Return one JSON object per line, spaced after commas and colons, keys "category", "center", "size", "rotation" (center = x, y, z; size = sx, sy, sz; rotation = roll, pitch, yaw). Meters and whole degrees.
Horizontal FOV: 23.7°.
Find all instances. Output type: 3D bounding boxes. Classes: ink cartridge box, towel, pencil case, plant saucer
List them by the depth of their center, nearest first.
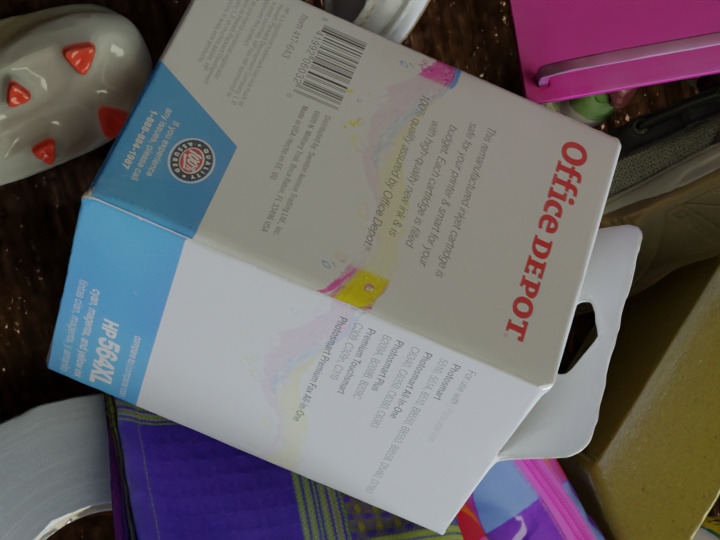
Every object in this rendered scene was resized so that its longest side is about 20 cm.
{"category": "ink cartridge box", "center": [0.000, 0.000, 0.667], "size": [0.200, 0.125, 0.129], "rotation": [24, 53, -2]}
{"category": "towel", "center": [-0.026, 0.100, 0.683], "size": [0.143, 0.200, 0.023], "rotation": [-2, 148, -17]}
{"category": "pencil case", "center": [0.046, 0.091, 0.782], "size": [0.088, 0.088, 0.200], "rotation": [-31, 85, -19]}
{"category": "plant saucer", "center": [0.153, 0.040, 0.849], "size": [0.048, 0.200, 0.200], "rotation": [32, 90, -7]}

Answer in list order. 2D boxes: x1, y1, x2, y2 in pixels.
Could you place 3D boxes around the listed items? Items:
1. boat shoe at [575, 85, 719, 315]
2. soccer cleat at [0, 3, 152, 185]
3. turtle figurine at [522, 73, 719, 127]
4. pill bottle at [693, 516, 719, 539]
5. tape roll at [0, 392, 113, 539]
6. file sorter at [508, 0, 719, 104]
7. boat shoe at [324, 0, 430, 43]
{"category": "boat shoe", "center": [0.119, -0.031, 0.801], "size": [0.073, 0.200, 0.065], "rotation": [36, 48, -38]}
{"category": "soccer cleat", "center": [-0.175, -0.049, 0.657], "size": [0.200, 0.078, 0.069], "rotation": [-20, 115, -3]}
{"category": "turtle figurine", "center": [0.117, -0.140, 0.802], "size": [0.194, 0.200, 0.144], "rotation": [-5, 83, -55]}
{"category": "pill bottle", "center": [0.191, 0.190, 0.933], "size": [0.200, 0.113, 0.113], "rotation": [14, 102, -59]}
{"category": "tape roll", "center": [-0.103, 0.152, 0.721], "size": [0.200, 0.066, 0.201], "rotation": [3, 79, -16]}
{"category": "file sorter", "center": [0.113, -0.172, 0.621], "size": [0.139, 0.125, 0.201], "rotation": [-10, 93, 5]}
{"category": "boat shoe", "center": [0.006, -0.193, 0.714], "size": [0.069, 0.071, 0.201], "rotation": [7, 95, -35]}
